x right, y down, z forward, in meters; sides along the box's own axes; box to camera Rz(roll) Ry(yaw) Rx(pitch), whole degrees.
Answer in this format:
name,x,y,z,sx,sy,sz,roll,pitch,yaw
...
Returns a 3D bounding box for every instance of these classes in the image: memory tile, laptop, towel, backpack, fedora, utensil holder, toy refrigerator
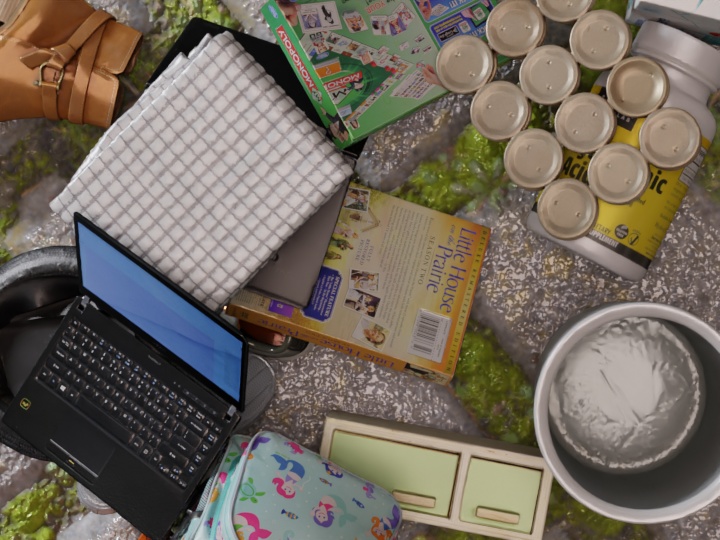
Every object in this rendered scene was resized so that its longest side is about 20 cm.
name,x,y,z,sx,sy,sz,roll,pitch,yaw
memory tile,0.169,-0.138,1.453,0.153,0.017,0.200,-36,76,10
laptop,-0.095,-0.096,1.520,0.186,0.200,0.116,19,127,2
towel,-0.123,-0.070,1.429,0.166,0.086,0.200,44,96,3
backpack,-0.066,0.242,1.424,0.177,0.151,0.200,29,49,-4
laptop,-0.190,0.088,1.412,0.177,0.103,0.201,35,97,16
fedora,-0.239,0.072,1.534,0.199,0.092,0.202,-1,85,18
utensil holder,0.223,0.106,1.461,0.169,0.200,0.171,0,92,4
toy refrigerator,0.063,0.177,1.537,0.199,0.070,0.076,11,92,3

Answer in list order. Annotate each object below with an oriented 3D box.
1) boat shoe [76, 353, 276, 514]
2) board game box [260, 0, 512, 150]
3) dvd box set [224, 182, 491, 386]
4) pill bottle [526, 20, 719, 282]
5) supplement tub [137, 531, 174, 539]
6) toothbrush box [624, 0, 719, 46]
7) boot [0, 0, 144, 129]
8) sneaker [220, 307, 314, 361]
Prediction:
name,x,y,z,sx,sy,sz,roll,pitch,yaw
boat shoe,-0.161,0.140,1.552,0.200,0.062,0.072,-33,81,-13
board game box,0.030,-0.200,1.496,0.199,0.029,0.135,-29,91,-31
dvd box set,0.000,0.000,1.517,0.199,0.029,0.147,17,65,-4
pill bottle,0.229,-0.101,1.499,0.111,0.111,0.201,26,92,2
supplement tub,-0.119,0.306,1.525,0.199,0.123,0.123,32,93,1
toothbrush box,0.327,-0.228,1.472,0.199,0.146,0.086,15,92,2
boot,-0.287,-0.150,1.550,0.154,0.074,0.201,22,95,-2
sneaker,-0.129,0.017,1.541,0.199,0.079,0.074,24,95,4
